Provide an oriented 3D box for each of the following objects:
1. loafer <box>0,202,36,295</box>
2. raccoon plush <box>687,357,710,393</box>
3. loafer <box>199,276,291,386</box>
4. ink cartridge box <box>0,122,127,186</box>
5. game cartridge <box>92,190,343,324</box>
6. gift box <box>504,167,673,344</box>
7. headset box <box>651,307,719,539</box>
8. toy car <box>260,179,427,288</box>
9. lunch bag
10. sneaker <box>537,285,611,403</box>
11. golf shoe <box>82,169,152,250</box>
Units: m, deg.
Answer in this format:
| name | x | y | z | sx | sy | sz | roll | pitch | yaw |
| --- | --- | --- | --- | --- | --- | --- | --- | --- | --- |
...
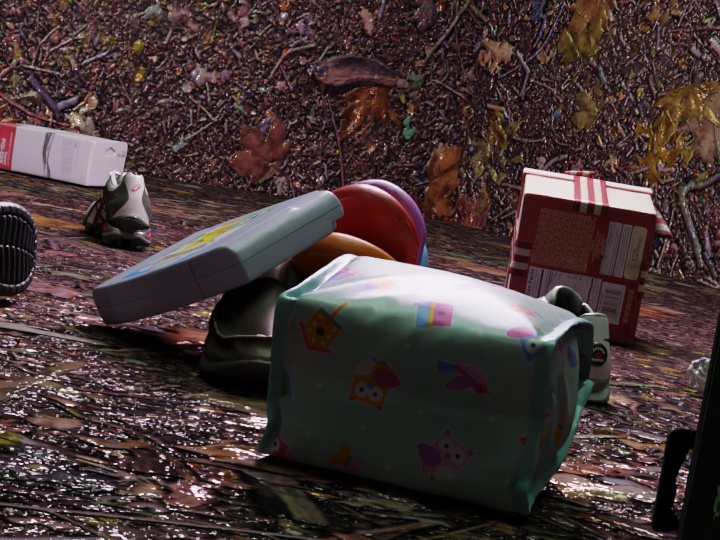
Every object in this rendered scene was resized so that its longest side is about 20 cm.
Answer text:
| name | x | y | z | sx | sy | sz | roll | pitch | yaw |
| --- | --- | --- | --- | --- | --- | --- | --- | --- | --- |
| loafer | -0.324 | -0.021 | 1.308 | 0.070 | 0.074 | 0.200 | 5 | -1 | 23 |
| raccoon plush | 0.409 | 0.088 | 1.661 | 0.197 | 0.098 | 0.134 | 10 | -3 | -5 |
| loafer | -0.081 | 0.039 | 1.221 | 0.072 | 0.072 | 0.200 | 9 | 5 | -14 |
| ink cartridge box | -0.537 | -0.206 | 2.981 | 0.198 | 0.084 | 0.147 | 12 | 5 | 18 |
| game cartridge | -0.118 | -0.007 | 1.292 | 0.199 | 0.041 | 0.133 | -16 | 15 | 48 |
| gift box | 0.272 | -0.012 | 2.000 | 0.197 | 0.187 | 0.187 | 14 | 14 | 2 |
| headset box | 0.204 | 0.095 | 0.587 | 0.198 | 0.177 | 0.093 | 13 | 5 | 21 |
| toy car | 0.000 | 0.000 | 1.382 | 0.173 | 0.152 | 0.200 | 11 | 5 | 12 |
| lunch bag | 0.048 | 0.059 | 0.999 | 0.168 | 0.124 | 0.200 | 11 | 10 | 14 |
| sneaker | 0.170 | 0.056 | 1.498 | 0.073 | 0.090 | 0.200 | 6 | 5 | -25 |
| golf shoe | -0.290 | -0.079 | 2.054 | 0.076 | 0.089 | 0.200 | 7 | 5 | -21 |
